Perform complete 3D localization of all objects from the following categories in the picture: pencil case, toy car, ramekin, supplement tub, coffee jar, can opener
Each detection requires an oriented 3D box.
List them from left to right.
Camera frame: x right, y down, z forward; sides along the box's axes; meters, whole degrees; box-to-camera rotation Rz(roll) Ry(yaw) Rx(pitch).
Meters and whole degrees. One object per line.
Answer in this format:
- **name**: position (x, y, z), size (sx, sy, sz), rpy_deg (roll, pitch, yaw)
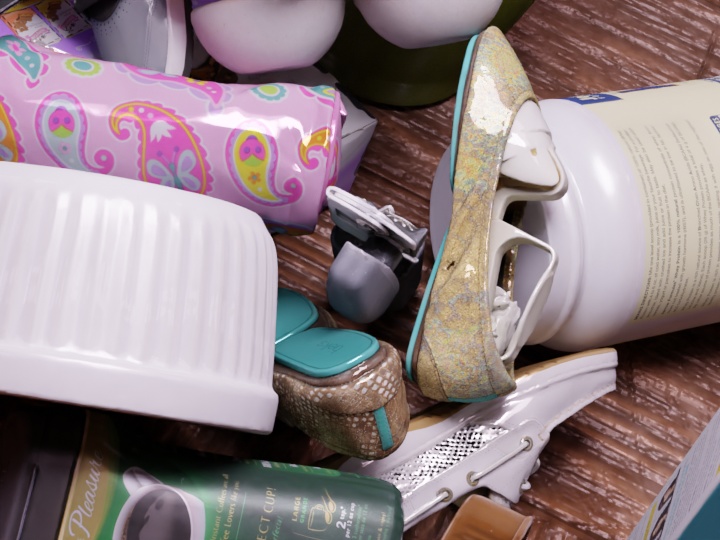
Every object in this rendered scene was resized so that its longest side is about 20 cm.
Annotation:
- **ramekin**: position (-0.132, 0.013, 1.026), size (0.200, 0.200, 0.105), rpy_deg (10, 85, -13)
- **pencil case**: position (-0.109, -0.072, 1.107), size (0.199, 0.088, 0.088), rpy_deg (10, 46, 0)
- **coffee jar**: position (-0.085, 0.131, 1.023), size (0.199, 0.085, 0.105), rpy_deg (15, 83, -10)
- **toy car**: position (-0.012, -0.200, 1.099), size (0.199, 0.150, 0.176), rpy_deg (-9, 90, -3)
- **can opener**: position (0.000, 0.000, 1.139), size (0.053, 0.200, 0.067), rpy_deg (31, 82, 6)
- **supplement tub**: position (0.156, -0.033, 1.236), size (0.200, 0.145, 0.145), rpy_deg (-10, 55, -29)

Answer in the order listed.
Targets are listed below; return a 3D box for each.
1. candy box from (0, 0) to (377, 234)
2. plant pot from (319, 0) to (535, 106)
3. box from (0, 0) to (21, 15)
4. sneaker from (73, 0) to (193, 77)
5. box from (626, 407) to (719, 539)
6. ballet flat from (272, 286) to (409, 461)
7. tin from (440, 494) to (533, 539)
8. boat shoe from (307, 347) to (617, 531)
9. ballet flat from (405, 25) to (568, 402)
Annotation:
- **candy box**: position (-0.119, -0.100, 1.236), size (0.168, 0.072, 0.200), rpy_deg (-27, 64, -37)
- **plant pot**: position (0.038, -0.212, 1.315), size (0.200, 0.193, 0.201), rpy_deg (12, 47, -13)
- **box**: position (-0.276, -0.096, 1.086), size (0.193, 0.200, 0.048), rpy_deg (-40, 104, -44)
- **sneaker**: position (-0.167, -0.181, 1.142), size (0.121, 0.084, 0.200), rpy_deg (-8, 75, -43)
- **box**: position (0.166, 0.140, 1.047), size (0.049, 0.200, 0.082), rpy_deg (26, 45, 1)
- **ballet flat**: position (-0.030, 0.057, 1.109), size (0.070, 0.065, 0.200), rpy_deg (-25, 18, -13)
- **tin**: position (0.028, 0.191, 1.010), size (0.042, 0.112, 0.200), rpy_deg (22, 44, 12)
- **boat shoe**: position (0.060, 0.101, 1.137), size (0.200, 0.071, 0.069), rpy_deg (-23, 88, -23)
- **ballet flat**: position (0.075, -0.027, 1.110), size (0.071, 0.071, 0.201), rpy_deg (14, 80, -11)
